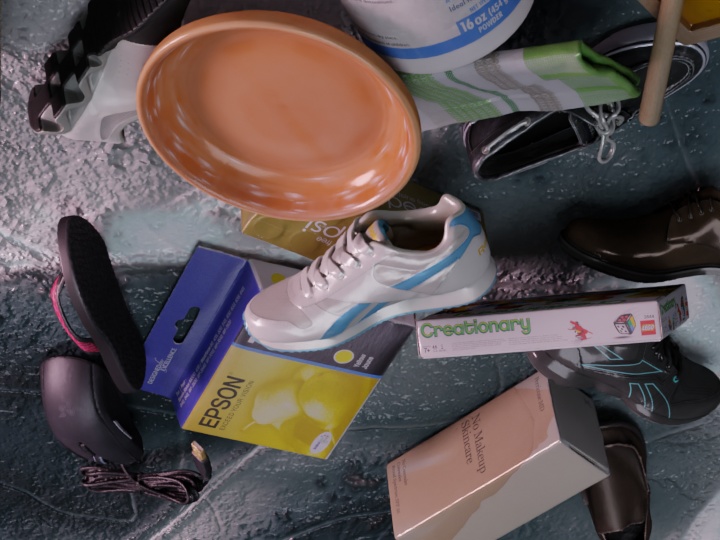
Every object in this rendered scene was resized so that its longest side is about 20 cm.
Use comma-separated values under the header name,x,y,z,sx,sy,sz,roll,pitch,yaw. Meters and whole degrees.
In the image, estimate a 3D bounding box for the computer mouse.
name,x,y,z,sx,sy,sz,roll,pitch,yaw
computer mouse,-0.210,0.155,1.568,0.140,0.046,0.200,5,139,13

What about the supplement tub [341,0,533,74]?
name,x,y,z,sx,sy,sz,roll,pitch,yaw
supplement tub,0.027,-0.238,1.141,0.132,0.132,0.200,-19,136,13

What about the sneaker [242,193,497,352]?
name,x,y,z,sx,sy,sz,roll,pitch,yaw
sneaker,0.000,0.000,1.348,0.200,0.077,0.081,-19,128,5

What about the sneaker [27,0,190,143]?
name,x,y,z,sx,sy,sz,roll,pitch,yaw
sneaker,-0.153,-0.162,1.253,0.088,0.074,0.200,15,139,-34

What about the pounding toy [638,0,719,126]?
name,x,y,z,sx,sy,sz,roll,pitch,yaw
pounding toy,0.230,-0.217,1.156,0.200,0.142,0.184,-11,144,44

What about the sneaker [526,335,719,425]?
name,x,y,z,sx,sy,sz,roll,pitch,yaw
sneaker,0.246,0.079,1.547,0.200,0.075,0.079,17,130,-23

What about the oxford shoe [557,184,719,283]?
name,x,y,z,sx,sy,sz,roll,pitch,yaw
oxford shoe,0.261,-0.036,1.442,0.200,0.073,0.084,1,119,-10

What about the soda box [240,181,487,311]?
name,x,y,z,sx,sy,sz,roll,pitch,yaw
soda box,0.004,-0.039,1.400,0.200,0.064,0.068,22,131,-26

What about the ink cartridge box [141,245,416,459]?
name,x,y,z,sx,sy,sz,roll,pitch,yaw
ink cartridge box,-0.082,0.076,1.528,0.200,0.047,0.198,12,135,-22

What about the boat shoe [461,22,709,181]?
name,x,y,z,sx,sy,sz,roll,pitch,yaw
boat shoe,0.172,-0.123,1.327,0.199,0.068,0.074,-18,136,11

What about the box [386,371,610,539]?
name,x,y,z,sx,sy,sz,roll,pitch,yaw
box,0.126,0.185,1.632,0.200,0.095,0.078,-36,129,26

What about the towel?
name,x,y,z,sx,sy,sz,roll,pitch,yaw
towel,0.085,-0.126,1.251,0.200,0.031,0.149,-5,175,26

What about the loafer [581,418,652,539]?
name,x,y,z,sx,sy,sz,roll,pitch,yaw
loafer,0.252,0.217,1.695,0.073,0.071,0.200,-16,136,10

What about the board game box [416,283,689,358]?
name,x,y,z,sx,sy,sz,roll,pitch,yaw
board game box,0.159,0.041,1.436,0.200,0.126,0.035,-6,94,20

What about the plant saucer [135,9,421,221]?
name,x,y,z,sx,sy,sz,roll,pitch,yaw
plant saucer,-0.054,-0.111,1.213,0.200,0.037,0.200,8,144,6

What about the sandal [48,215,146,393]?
name,x,y,z,sx,sy,sz,roll,pitch,yaw
sandal,-0.225,0.035,1.448,0.045,0.075,0.200,-1,140,11
